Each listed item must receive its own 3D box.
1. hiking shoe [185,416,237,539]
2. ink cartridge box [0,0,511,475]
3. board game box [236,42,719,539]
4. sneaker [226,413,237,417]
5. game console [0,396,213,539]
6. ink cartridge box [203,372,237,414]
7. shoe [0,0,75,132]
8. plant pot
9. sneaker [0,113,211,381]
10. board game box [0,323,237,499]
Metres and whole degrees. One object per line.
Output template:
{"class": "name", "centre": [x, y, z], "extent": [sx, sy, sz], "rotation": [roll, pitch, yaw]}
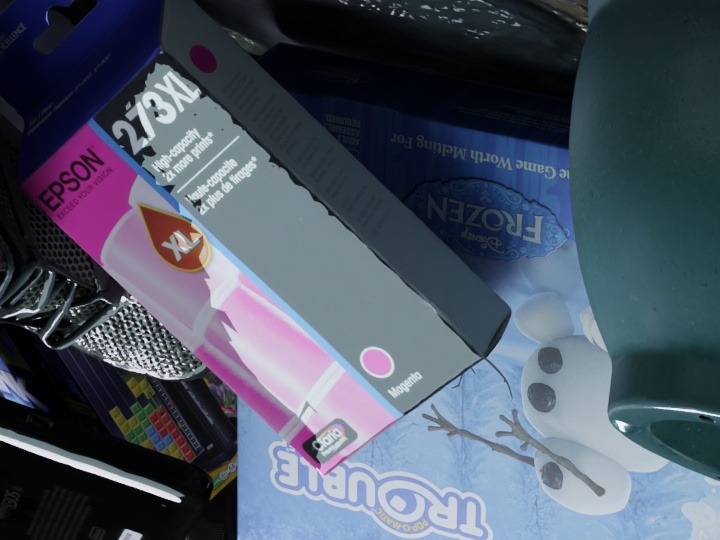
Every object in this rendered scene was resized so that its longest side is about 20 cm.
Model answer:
{"class": "hiking shoe", "centre": [-0.029, 0.133, 1.350], "extent": [0.076, 0.101, 0.200], "rotation": [26, 169, -36]}
{"class": "ink cartridge box", "centre": [-0.049, -0.024, 0.978], "extent": [0.200, 0.037, 0.095], "rotation": [45, 130, -7]}
{"class": "board game box", "centre": [0.050, 0.033, 1.019], "extent": [0.200, 0.199, 0.043], "rotation": [13, -150, 22]}
{"class": "sneaker", "centre": [-0.057, 0.099, 1.716], "extent": [0.071, 0.083, 0.200], "rotation": [12, 167, 23]}
{"class": "game console", "centre": [-0.148, 0.050, 1.270], "extent": [0.176, 0.117, 0.200], "rotation": [19, 159, -5]}
{"class": "ink cartridge box", "centre": [-0.033, 0.052, 1.402], "extent": [0.109, 0.050, 0.200], "rotation": [15, -174, 33]}
{"class": "shoe", "centre": [-0.129, -0.053, 1.137], "extent": [0.091, 0.072, 0.200], "rotation": [-2, 163, 40]}
{"class": "plant pot", "centre": [0.145, -0.001, 0.822], "extent": [0.200, 0.134, 0.200], "rotation": [18, 168, 4]}
{"class": "sneaker", "centre": [-0.128, 0.004, 1.021], "extent": [0.076, 0.114, 0.199], "rotation": [-33, 125, 28]}
{"class": "board game box", "centre": [-0.155, 0.027, 1.348], "extent": [0.200, 0.057, 0.165], "rotation": [15, 142, 58]}
